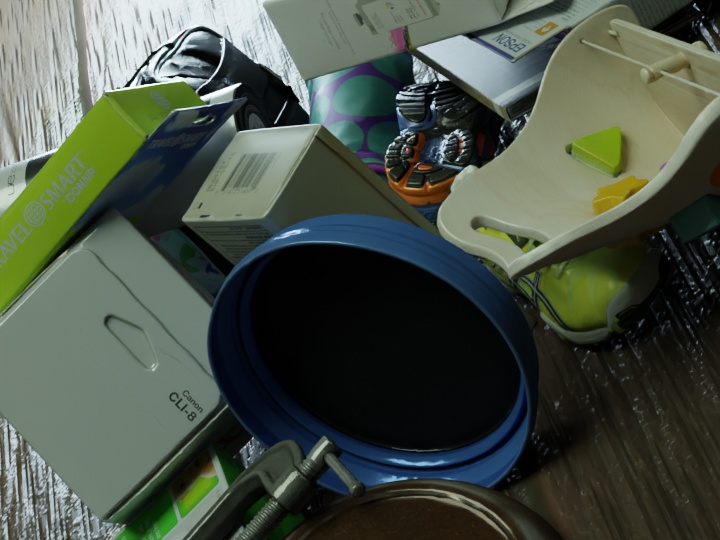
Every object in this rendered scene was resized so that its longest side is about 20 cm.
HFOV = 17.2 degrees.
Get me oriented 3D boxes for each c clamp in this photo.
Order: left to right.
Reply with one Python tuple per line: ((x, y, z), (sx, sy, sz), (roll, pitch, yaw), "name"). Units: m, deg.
((-0.082, 0.161, 1.340), (0.200, 0.027, 0.171), (-48, 15, 5), "c clamp")

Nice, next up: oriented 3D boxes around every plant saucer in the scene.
((0.021, 0.184, 1.278), (0.199, 0.032, 0.201), (-9, 45, 9), "plant saucer")

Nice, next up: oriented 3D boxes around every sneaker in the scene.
((0.057, -0.073, 1.612), (0.075, 0.079, 0.200), (1, 28, 16), "sneaker")
((0.112, -0.012, 1.447), (0.075, 0.076, 0.200), (-52, 28, -8), "sneaker")

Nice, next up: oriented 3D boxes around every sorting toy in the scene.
((0.139, -0.054, 1.359), (0.180, 0.107, 0.200), (-29, 23, -12), "sorting toy")

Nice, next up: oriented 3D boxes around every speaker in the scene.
((-0.156, -0.059, 1.629), (0.199, 0.081, 0.081), (-18, 37, 18), "speaker")

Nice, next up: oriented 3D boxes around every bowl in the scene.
((0.010, 0.052, 1.388), (0.200, 0.201, 0.039), (-27, 23, 38), "bowl")

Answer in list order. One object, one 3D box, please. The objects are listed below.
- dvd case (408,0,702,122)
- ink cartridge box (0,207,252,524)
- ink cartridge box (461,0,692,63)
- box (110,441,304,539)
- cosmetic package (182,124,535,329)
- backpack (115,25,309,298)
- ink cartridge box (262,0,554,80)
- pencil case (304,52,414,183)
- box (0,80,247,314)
((0.127, -0.166, 1.633), (0.148, 0.016, 0.200), (-29, 25, -8), "dvd case")
((-0.147, 0.069, 1.559), (0.145, 0.145, 0.200), (-45, -9, -2), "ink cartridge box")
((0.151, -0.199, 1.608), (0.200, 0.043, 0.196), (-34, 26, -8), "ink cartridge box")
((-0.101, 0.234, 1.436), (0.176, 0.097, 0.200), (-43, 28, 9), "box")
((0.000, 0.000, 1.465), (0.103, 0.200, 0.073), (2, 56, 56), "cosmetic package")
((-0.110, -0.083, 1.766), (0.150, 0.178, 0.200), (-40, 14, 24), "backpack")
((0.048, -0.205, 1.597), (0.199, 0.068, 0.117), (-14, 28, 29), "ink cartridge box")
((0.001, -0.097, 1.716), (0.200, 0.085, 0.093), (-92, 15, -52), "pencil case")
((-0.170, -0.050, 1.525), (0.200, 0.048, 0.122), (-47, -8, 20), "box")
